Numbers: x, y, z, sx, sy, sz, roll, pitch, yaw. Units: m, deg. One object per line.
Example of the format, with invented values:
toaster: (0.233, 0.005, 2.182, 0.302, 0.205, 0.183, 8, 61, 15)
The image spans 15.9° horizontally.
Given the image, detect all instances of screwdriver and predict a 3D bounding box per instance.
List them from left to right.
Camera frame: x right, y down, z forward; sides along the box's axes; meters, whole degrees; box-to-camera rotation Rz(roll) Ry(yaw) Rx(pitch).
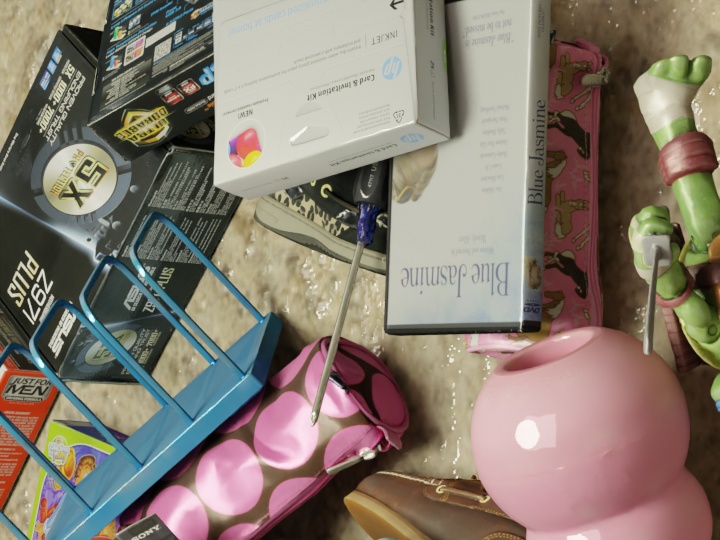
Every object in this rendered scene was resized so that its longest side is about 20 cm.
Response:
screwdriver: (0.000, 0.000, 1.573, 0.028, 0.029, 0.201, 141, 140, -74)

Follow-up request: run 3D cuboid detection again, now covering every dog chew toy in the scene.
dog chew toy: (0.141, 0.136, 1.443, 0.124, 0.124, 0.201, -12, 104, 44)

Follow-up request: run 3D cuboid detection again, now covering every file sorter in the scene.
file sorter: (-0.168, 0.076, 1.699, 0.200, 0.139, 0.123, -41, 100, 13)

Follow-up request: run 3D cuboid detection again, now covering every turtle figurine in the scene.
turtle figurine: (0.218, -0.027, 1.381, 0.143, 0.200, 0.195, -10, 71, 10)

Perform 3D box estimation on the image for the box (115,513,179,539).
box: (-0.084, 0.263, 1.583, 0.200, 0.036, 0.144, 44, 147, 39)

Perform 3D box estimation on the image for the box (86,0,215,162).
box: (-0.089, -0.178, 1.709, 0.199, 0.046, 0.160, -28, 39, 28)

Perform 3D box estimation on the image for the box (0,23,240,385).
box: (-0.184, -0.046, 1.837, 0.164, 0.086, 0.201, 48, 118, 37)

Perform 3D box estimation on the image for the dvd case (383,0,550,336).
dvd case: (0.061, -0.062, 1.518, 0.142, 0.017, 0.202, -4, 83, 56)

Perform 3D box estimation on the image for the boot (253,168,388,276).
boot: (0.022, -0.078, 1.637, 0.203, 0.073, 0.155, 20, 97, 44)

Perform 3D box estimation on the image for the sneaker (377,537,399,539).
sneaker: (-0.017, 0.222, 1.606, 0.131, 0.079, 0.201, 46, 138, 42)

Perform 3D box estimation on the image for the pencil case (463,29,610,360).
pencil case: (0.104, -0.042, 1.541, 0.086, 0.082, 0.202, 170, 103, -66)

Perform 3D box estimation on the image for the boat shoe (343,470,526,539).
boat shoe: (0.067, 0.162, 1.571, 0.070, 0.071, 0.200, -46, 35, -14)

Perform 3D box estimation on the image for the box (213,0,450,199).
box: (-0.021, -0.159, 1.562, 0.155, 0.041, 0.201, -16, 66, 34)

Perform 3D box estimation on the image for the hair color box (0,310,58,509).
hair color box: (-0.307, 0.130, 1.963, 0.102, 0.061, 0.201, 45, 116, 40)

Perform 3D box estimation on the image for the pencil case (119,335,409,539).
pencil case: (-0.062, 0.132, 1.656, 0.200, 0.091, 0.094, -42, 60, 19)

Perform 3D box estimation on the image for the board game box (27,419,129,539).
board game box: (-0.157, 0.195, 1.810, 0.199, 0.045, 0.135, 17, 97, 46)
